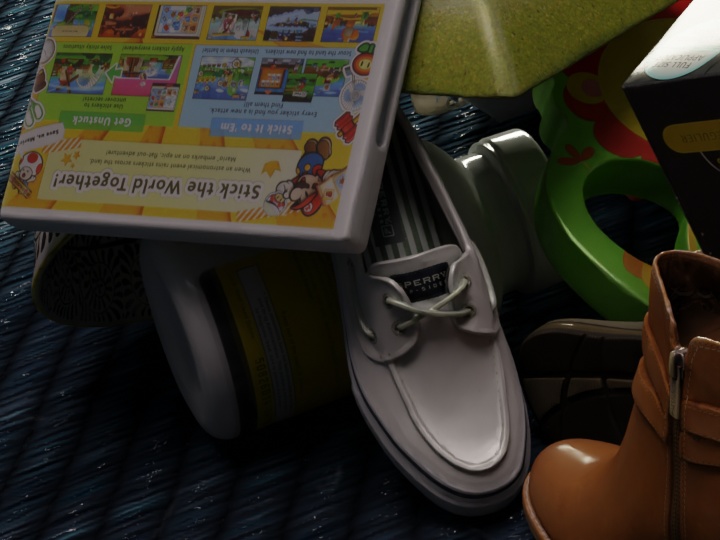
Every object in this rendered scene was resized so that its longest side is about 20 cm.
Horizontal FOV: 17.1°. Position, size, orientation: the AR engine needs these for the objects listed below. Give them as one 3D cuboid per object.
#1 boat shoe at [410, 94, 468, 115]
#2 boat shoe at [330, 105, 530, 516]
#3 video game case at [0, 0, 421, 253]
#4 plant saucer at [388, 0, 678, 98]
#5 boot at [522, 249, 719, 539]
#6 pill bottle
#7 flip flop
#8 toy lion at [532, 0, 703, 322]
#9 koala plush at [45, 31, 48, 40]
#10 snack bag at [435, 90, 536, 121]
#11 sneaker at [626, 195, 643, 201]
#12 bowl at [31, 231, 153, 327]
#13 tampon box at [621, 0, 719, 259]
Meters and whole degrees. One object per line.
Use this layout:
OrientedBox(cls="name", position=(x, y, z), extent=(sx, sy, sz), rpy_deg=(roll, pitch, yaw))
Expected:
OrientedBox(cls="boat shoe", position=(0.095, -0.139, 1.460), extent=(0.071, 0.063, 0.200), rpy_deg=(2, 13, 39))
OrientedBox(cls="boat shoe", position=(0.022, 0.012, 1.076), extent=(0.073, 0.067, 0.201), rpy_deg=(-19, 68, -12))
OrientedBox(cls="video game case", position=(-0.065, -0.102, 1.108), extent=(0.199, 0.023, 0.183), rpy_deg=(4, 75, 32))
OrientedBox(cls="plant saucer", position=(0.035, -0.139, 1.160), extent=(0.199, 0.048, 0.200), rpy_deg=(6, 24, 33))
OrientedBox(cls="boot", position=(0.126, 0.062, 0.949), extent=(0.074, 0.155, 0.200), rpy_deg=(-28, 30, -26))
OrientedBox(cls="pill bottle", position=(0.000, 0.000, 1.179), extent=(0.199, 0.112, 0.112), rpy_deg=(-20, 27, -13))
OrientedBox(cls="flip flop", position=(0.154, 0.058, 1.048), extent=(0.057, 0.082, 0.200), rpy_deg=(-17, 18, -38))
OrientedBox(cls="toy lion", position=(0.156, -0.055, 1.160), extent=(0.192, 0.069, 0.200), rpy_deg=(40, 54, 19))
OrientedBox(cls="koala plush", position=(-0.068, -0.136, 1.438), extent=(0.199, 0.185, 0.177), rpy_deg=(-19, 25, -38))
OrientedBox(cls="snack bag", position=(0.147, -0.129, 1.344), extent=(0.199, 0.022, 0.189), rpy_deg=(-20, -5, 12))
OrientedBox(cls="sneaker", position=(0.200, -0.088, 1.315), extent=(0.084, 0.075, 0.200), rpy_deg=(-38, -10, 39))
OrientedBox(cls="bowl", position=(-0.091, -0.059, 1.230), extent=(0.200, 0.095, 0.201), rpy_deg=(-22, -17, -7))
OrientedBox(cls="tampon box", position=(0.238, -0.093, 1.040), extent=(0.149, 0.127, 0.200), rpy_deg=(-6, 33, 43))
